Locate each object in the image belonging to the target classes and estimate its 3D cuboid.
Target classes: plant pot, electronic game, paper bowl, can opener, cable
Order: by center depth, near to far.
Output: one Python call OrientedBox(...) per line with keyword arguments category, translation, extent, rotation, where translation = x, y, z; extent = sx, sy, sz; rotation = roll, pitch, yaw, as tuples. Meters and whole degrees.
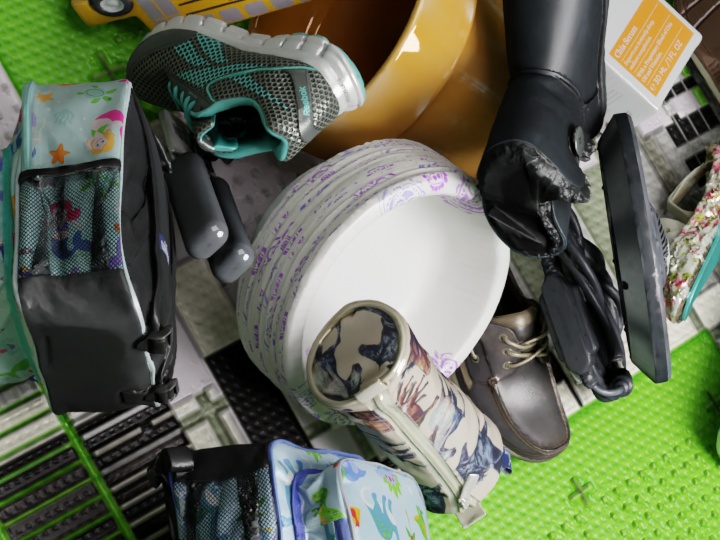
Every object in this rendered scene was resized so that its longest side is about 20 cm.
OrientedBox(category="can opener", translation=(-0.105, -0.064, 1.331), extent=(0.053, 0.066, 0.200), rotation=(41, 17, -29))
OrientedBox(category="paper bowl", translation=(0.000, 0.000, 1.353), extent=(0.200, 0.201, 0.104), rotation=(-17, 41, -33))
OrientedBox(category="electronic game", translation=(0.205, -0.016, 1.406), extent=(0.042, 0.200, 0.200), rotation=(-9, 72, 6))
OrientedBox(category="plant pot", translation=(0.043, -0.155, 1.437), extent=(0.183, 0.200, 0.201), rotation=(27, 59, -37))
OrientedBox(category="cable", translation=(0.170, 0.003, 1.472), extent=(0.200, 0.051, 0.163), rotation=(70, 17, 4))

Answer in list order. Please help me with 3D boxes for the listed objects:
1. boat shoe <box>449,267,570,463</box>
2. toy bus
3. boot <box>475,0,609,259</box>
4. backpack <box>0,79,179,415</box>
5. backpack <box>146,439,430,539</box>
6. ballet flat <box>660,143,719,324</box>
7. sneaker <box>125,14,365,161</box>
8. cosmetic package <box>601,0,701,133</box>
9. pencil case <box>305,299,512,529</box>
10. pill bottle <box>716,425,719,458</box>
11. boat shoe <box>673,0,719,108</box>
OrientedBox(category="boat shoe", translation=(0.102, 0.052, 1.446), extent=(0.074, 0.073, 0.200), rotation=(-28, 87, -34))
OrientedBox(category="toy bus", translation=(-0.106, -0.220, 1.379), extent=(0.078, 0.200, 0.065), rotation=(48, 35, -53))
OrientedBox(category="boot", translation=(0.124, -0.128, 1.310), extent=(0.168, 0.076, 0.200), rotation=(-68, 153, -49))
OrientedBox(category="backpack", translation=(-0.188, -0.021, 1.247), extent=(0.150, 0.178, 0.200), rotation=(0, 61, 1))
OrientedBox(category="backpack", translation=(-0.034, 0.215, 1.235), extent=(0.183, 0.147, 0.200), rotation=(26, 58, -64))
OrientedBox(category="ballet flat", translation=(0.279, -0.034, 1.596), extent=(0.064, 0.076, 0.200), rotation=(24, 51, 16))
OrientedBox(category="sneaker", translation=(-0.098, -0.120, 1.320), extent=(0.091, 0.200, 0.078), rotation=(-53, 133, -31))
OrientedBox(category="cosmetic package", translation=(0.177, -0.216, 1.595), extent=(0.200, 0.071, 0.102), rotation=(40, 57, -10))
OrientedBox(category="pencil case", translation=(0.034, 0.097, 1.307), extent=(0.089, 0.078, 0.200), rotation=(55, 4, 40))
OrientedBox(category="pill bottle", translation=(0.367, 0.074, 1.565), extent=(0.114, 0.114, 0.200), rotation=(31, 59, -16))
OrientedBox(category="boat shoe", translation=(0.325, -0.185, 1.678), extent=(0.075, 0.075, 0.203), rotation=(-17, 60, 8))
